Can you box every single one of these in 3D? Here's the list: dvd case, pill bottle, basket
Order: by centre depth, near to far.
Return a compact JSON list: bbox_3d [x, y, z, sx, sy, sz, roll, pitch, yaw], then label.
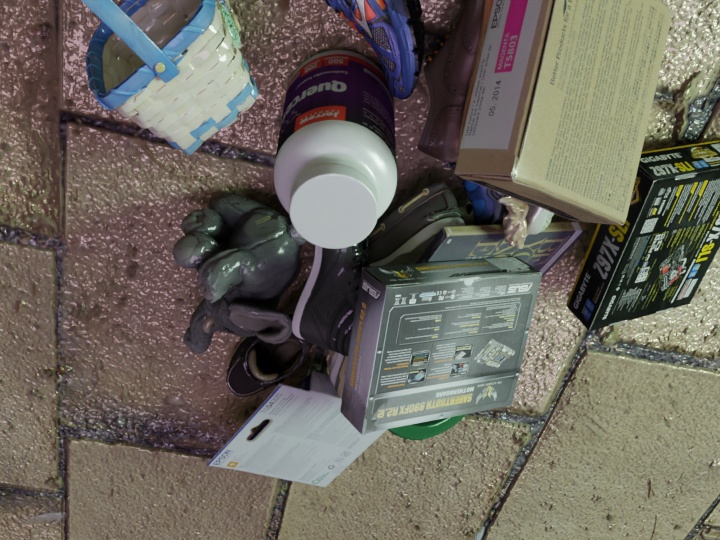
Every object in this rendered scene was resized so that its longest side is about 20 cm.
[{"bbox_3d":[-0.188,-0.217,0.724,0.139,0.177,0.200,-40,133,12],"label":"basket"},{"bbox_3d":[-0.022,-0.114,0.778,0.110,0.202,0.114,0,129,0],"label":"pill bottle"},{"bbox_3d":[0.135,0.000,0.915,0.197,0.016,0.149,-4,146,-33],"label":"dvd case"}]

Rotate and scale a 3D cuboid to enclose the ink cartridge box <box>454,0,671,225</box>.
[{"bbox_3d":[0.179,-0.157,0.725,0.163,0.075,0.203,15,89,-38],"label":"ink cartridge box"}]

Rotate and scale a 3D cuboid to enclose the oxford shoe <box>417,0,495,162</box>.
[{"bbox_3d":[0.093,-0.199,0.757,0.072,0.071,0.204,11,92,24],"label":"oxford shoe"}]

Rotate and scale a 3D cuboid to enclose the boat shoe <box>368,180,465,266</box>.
[{"bbox_3d":[0.035,-0.030,0.932,0.071,0.061,0.201,1,157,-43],"label":"boat shoe"}]

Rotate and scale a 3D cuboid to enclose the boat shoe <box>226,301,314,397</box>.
[{"bbox_3d":[-0.116,0.105,1.023,0.073,0.065,0.200,44,130,-3],"label":"boat shoe"}]

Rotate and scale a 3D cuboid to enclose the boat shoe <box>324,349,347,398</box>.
[{"bbox_3d":[-0.005,0.073,0.994,0.074,0.069,0.201,-16,146,-33],"label":"boat shoe"}]

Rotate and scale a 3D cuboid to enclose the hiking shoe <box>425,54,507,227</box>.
[{"bbox_3d":[0.113,-0.126,0.858,0.085,0.075,0.203,0,120,10],"label":"hiking shoe"}]

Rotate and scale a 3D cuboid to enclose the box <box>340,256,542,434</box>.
[{"bbox_3d":[0.083,0.072,0.852,0.197,0.048,0.161,-5,115,-30],"label":"box"}]

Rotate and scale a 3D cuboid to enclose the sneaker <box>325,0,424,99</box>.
[{"bbox_3d":[0.007,-0.249,0.761,0.077,0.076,0.202,-10,121,20],"label":"sneaker"}]

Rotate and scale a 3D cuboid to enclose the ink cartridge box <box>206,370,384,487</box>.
[{"bbox_3d":[-0.076,0.211,1.118,0.198,0.044,0.197,21,128,-32],"label":"ink cartridge box"}]

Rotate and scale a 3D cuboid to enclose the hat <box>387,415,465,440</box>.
[{"bbox_3d":[0.042,0.088,0.977,0.163,0.176,0.203,1,110,-33],"label":"hat"}]

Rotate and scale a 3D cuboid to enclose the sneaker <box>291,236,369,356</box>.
[{"bbox_3d":[0.000,0.000,0.878,0.098,0.070,0.203,28,110,28],"label":"sneaker"}]

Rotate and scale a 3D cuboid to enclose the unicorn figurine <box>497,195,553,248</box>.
[{"bbox_3d":[0.203,-0.095,0.854,0.199,0.074,0.139,-34,131,-17],"label":"unicorn figurine"}]

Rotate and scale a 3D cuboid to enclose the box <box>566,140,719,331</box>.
[{"bbox_3d":[0.321,-0.036,0.895,0.158,0.050,0.202,-13,134,-26],"label":"box"}]

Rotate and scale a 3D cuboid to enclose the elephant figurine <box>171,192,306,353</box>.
[{"bbox_3d":[-0.126,0.021,0.950,0.154,0.141,0.202,29,147,30],"label":"elephant figurine"}]
